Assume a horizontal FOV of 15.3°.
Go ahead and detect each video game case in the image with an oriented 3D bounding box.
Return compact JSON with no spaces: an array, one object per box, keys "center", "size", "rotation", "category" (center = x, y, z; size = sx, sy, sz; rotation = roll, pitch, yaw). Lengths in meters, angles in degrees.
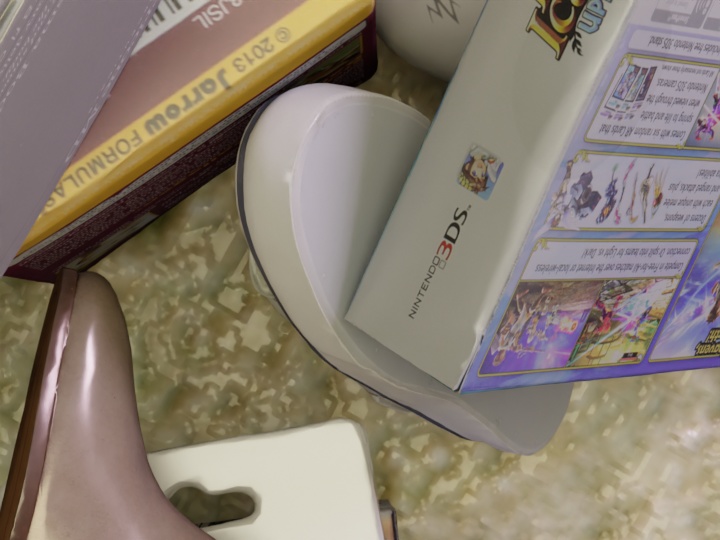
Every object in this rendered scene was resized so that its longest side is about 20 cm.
[{"center":[0.096,-0.058,0.763],"size":[0.045,0.200,0.181],"rotation":[31,106,28],"category":"video game case"}]

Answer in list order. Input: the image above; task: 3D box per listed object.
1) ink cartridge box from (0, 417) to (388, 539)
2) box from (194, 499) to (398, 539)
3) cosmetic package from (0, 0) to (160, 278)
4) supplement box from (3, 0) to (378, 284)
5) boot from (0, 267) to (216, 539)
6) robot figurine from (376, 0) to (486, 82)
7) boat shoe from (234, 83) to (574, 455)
[{"center":[-0.035,0.150,0.804],"size":[0.116,0.067,0.200],"rotation":[-10,89,0],"category":"ink cartridge box"},{"center":[-0.031,0.179,0.855],"size":[0.110,0.035,0.200],"rotation":[-6,89,-1],"category":"box"},{"center":[-0.101,-0.058,0.581],"size":[0.090,0.200,0.107],"rotation":[30,92,3],"category":"cosmetic package"},{"center":[-0.074,-0.072,0.778],"size":[0.131,0.200,0.103],"rotation":[-35,89,-1],"category":"supplement box"},{"center":[-0.034,0.110,0.744],"size":[0.146,0.070,0.200],"rotation":[11,90,-5],"category":"boot"},{"center":[0.042,-0.155,0.818],"size":[0.150,0.125,0.200],"rotation":[-15,90,-3],"category":"robot figurine"},{"center":[0.000,0.000,0.786],"size":[0.070,0.200,0.071],"rotation":[12,77,28],"category":"boat shoe"}]
